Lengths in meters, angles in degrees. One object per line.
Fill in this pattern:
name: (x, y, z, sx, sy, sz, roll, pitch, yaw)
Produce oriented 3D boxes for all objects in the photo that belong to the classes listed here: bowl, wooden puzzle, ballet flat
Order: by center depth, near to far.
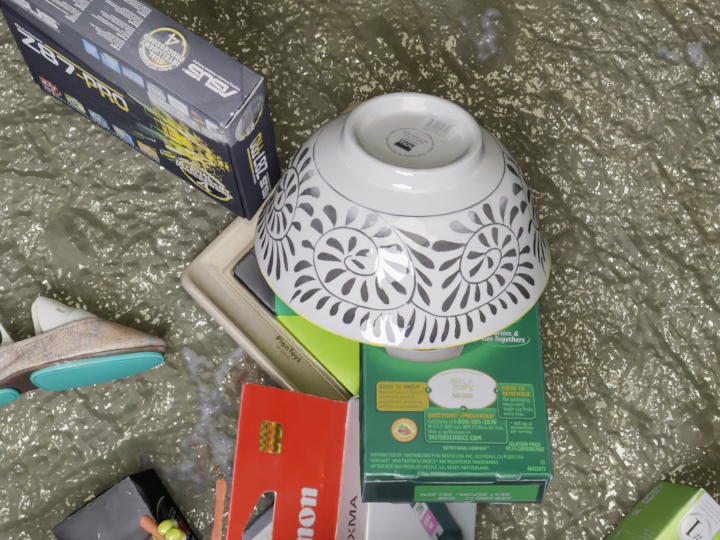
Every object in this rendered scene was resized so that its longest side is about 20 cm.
bowl: (0.031, -0.052, 0.890, 0.198, 0.095, 0.202, 3, 42, -2)
ballet flat: (-0.236, 0.057, 0.965, 0.198, 0.068, 0.068, -15, 74, -7)
wooden puzzle: (0.000, 0.000, 0.992, 0.185, 0.037, 0.200, 44, 76, 5)

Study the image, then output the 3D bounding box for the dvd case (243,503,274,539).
dvd case: (0.014, 0.231, 0.972, 0.148, 0.016, 0.200, -40, 84, -8)

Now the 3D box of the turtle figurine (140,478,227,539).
turtle figurine: (-0.165, 0.218, 0.875, 0.160, 0.064, 0.202, 15, 82, -8)

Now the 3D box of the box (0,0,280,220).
box: (-0.149, -0.129, 0.937, 0.199, 0.161, 0.049, 33, 72, 11)

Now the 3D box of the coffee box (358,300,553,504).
coffee box: (0.059, 0.055, 0.911, 0.122, 0.044, 0.202, 0, 56, -3)

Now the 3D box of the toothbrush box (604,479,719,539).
toothbrush box: (0.201, 0.265, 0.935, 0.200, 0.086, 0.146, -44, 92, -8)

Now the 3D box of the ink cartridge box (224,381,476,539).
ink cartridge box: (-0.004, 0.181, 0.911, 0.172, 0.043, 0.202, 14, 74, -32)

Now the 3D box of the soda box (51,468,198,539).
soda box: (-0.122, 0.237, 0.934, 0.070, 0.063, 0.201, -33, 84, 5)
